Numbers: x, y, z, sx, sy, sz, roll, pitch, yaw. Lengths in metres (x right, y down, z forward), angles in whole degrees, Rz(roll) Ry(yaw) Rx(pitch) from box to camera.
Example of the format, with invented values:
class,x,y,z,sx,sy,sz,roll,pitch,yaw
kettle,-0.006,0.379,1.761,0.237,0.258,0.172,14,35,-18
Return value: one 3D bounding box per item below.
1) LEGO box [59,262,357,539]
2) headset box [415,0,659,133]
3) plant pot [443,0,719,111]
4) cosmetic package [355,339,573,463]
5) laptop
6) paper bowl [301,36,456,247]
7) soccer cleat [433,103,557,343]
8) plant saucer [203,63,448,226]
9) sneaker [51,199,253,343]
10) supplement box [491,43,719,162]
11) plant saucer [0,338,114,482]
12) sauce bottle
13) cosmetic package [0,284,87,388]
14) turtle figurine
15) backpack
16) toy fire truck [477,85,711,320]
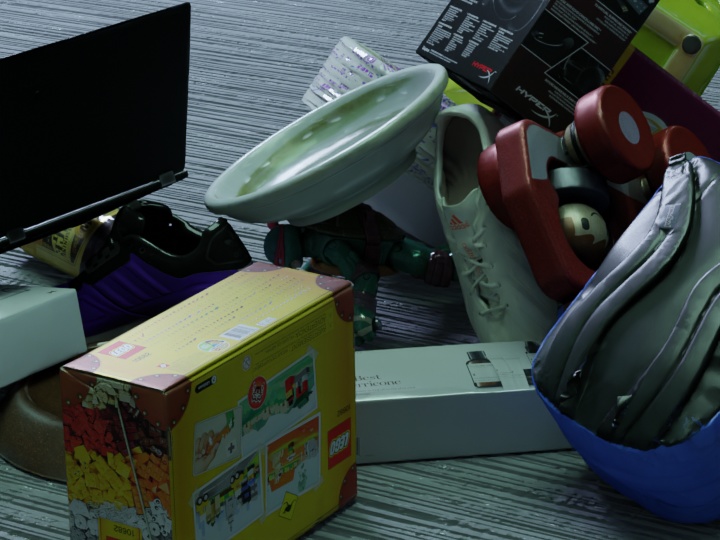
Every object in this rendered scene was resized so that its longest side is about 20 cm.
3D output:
class,x,y,z,sx,sy,sz,roll,pitch,yaw
LEGO box,-0.086,0.099,1.457,0.077,0.150,0.200,12,24,30
headset box,0.146,-0.207,1.758,0.077,0.200,0.149,35,0,-26
plant pot,0.185,-0.174,1.969,0.200,0.199,0.182,34,13,-1
cosmetic package,0.068,0.085,1.626,0.199,0.051,0.083,-4,20,-8
laptop,-0.224,-0.087,1.726,0.187,0.116,0.200,-23,2,-44
paper bowl,0.042,-0.093,1.944,0.200,0.105,0.201,34,5,-3
soccer cleat,0.088,-0.021,1.718,0.069,0.201,0.077,-18,-12,26
plant saucer,-0.017,-0.079,1.752,0.199,0.050,0.200,-27,14,7
sneaker,-0.164,-0.003,1.754,0.199,0.100,0.070,-7,22,25
supplement box,0.207,-0.086,1.831,0.200,0.131,0.103,32,8,-26
plant saucer,-0.153,0.089,1.648,0.199,0.035,0.200,-1,21,1
sauce bottle,-0.199,-0.019,1.884,0.066,0.066,0.200,-18,25,-37
cosmetic package,-0.312,0.051,1.680,0.199,0.052,0.151,3,16,41
turtle figurine,0.000,0.000,1.795,0.199,0.101,0.150,2,20,-10
backpack,0.223,0.062,1.530,0.200,0.168,0.162,-47,42,-15
toy fire truck,0.170,-0.019,1.666,0.112,0.169,0.200,-27,-33,33
